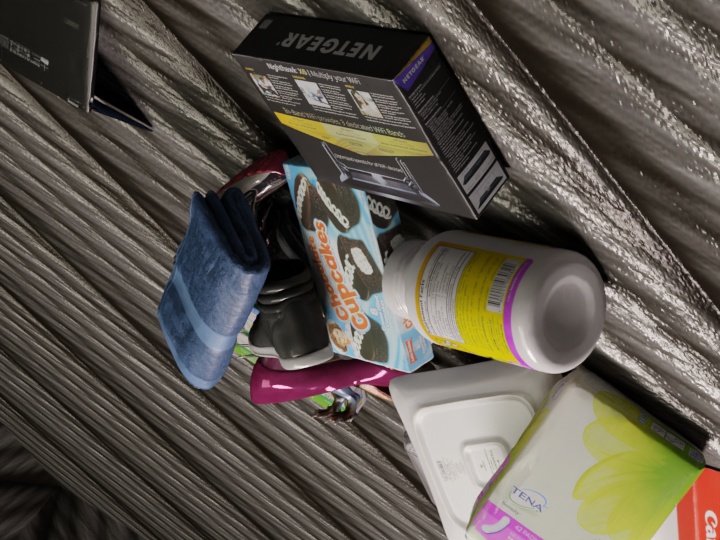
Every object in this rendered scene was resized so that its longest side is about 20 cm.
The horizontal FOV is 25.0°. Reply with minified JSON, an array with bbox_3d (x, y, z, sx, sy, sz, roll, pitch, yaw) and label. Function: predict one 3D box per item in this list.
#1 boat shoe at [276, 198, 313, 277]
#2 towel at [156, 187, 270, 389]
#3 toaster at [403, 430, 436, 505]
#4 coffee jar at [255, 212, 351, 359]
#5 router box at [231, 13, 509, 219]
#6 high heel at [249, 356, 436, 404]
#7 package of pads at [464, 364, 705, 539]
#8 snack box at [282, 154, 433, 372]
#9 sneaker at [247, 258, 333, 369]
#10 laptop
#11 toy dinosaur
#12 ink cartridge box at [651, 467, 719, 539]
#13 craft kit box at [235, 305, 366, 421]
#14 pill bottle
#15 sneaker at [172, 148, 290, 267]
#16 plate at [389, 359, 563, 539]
[{"bbox_3d":[0.000,0.000,1.608,0.200,0.072,0.068,43,162,7],"label":"boat shoe"},{"bbox_3d":[-0.146,0.021,1.559,0.112,0.048,0.200,62,144,29],"label":"towel"},{"bbox_3d":[0.139,0.202,1.741,0.199,0.114,0.129,15,148,44],"label":"toaster"},{"bbox_3d":[-0.066,0.008,1.704,0.199,0.085,0.105,32,152,17],"label":"coffee jar"},{"bbox_3d":[0.007,-0.128,1.330,0.199,0.052,0.158,17,151,45],"label":"router box"},{"bbox_3d":[-0.020,0.116,1.767,0.199,0.097,0.068,14,-153,-14],"label":"high heel"},{"bbox_3d":[0.206,0.208,1.531,0.154,0.201,0.068,35,-166,4],"label":"package of pads"},{"bbox_3d":[-0.002,-0.009,1.518,0.116,0.037,0.201,12,123,50],"label":"snack box"},{"bbox_3d":[-0.076,0.034,1.598,0.200,0.070,0.100,-164,60,-75],"label":"sneaker"},{"bbox_3d":[-0.312,-0.245,1.683,0.187,0.116,0.201,29,130,21],"label":"laptop"},{"bbox_3d":[-0.047,0.076,1.829,0.105,0.199,0.183,-153,53,-81],"label":"toy dinosaur"},{"bbox_3d":[0.290,0.262,1.590,0.199,0.050,0.163,15,117,50],"label":"ink cartridge box"},{"bbox_3d":[-0.092,0.083,1.978,0.199,0.049,0.198,30,156,21],"label":"craft kit box"},{"bbox_3d":[0.109,0.022,1.409,0.199,0.104,0.104,13,149,50],"label":"pill bottle"},{"bbox_3d":[-0.111,-0.045,1.606,0.075,0.081,0.200,45,136,7],"label":"sneaker"},{"bbox_3d":[0.135,0.188,1.623,0.199,0.032,0.201,-12,107,35],"label":"plate"}]
